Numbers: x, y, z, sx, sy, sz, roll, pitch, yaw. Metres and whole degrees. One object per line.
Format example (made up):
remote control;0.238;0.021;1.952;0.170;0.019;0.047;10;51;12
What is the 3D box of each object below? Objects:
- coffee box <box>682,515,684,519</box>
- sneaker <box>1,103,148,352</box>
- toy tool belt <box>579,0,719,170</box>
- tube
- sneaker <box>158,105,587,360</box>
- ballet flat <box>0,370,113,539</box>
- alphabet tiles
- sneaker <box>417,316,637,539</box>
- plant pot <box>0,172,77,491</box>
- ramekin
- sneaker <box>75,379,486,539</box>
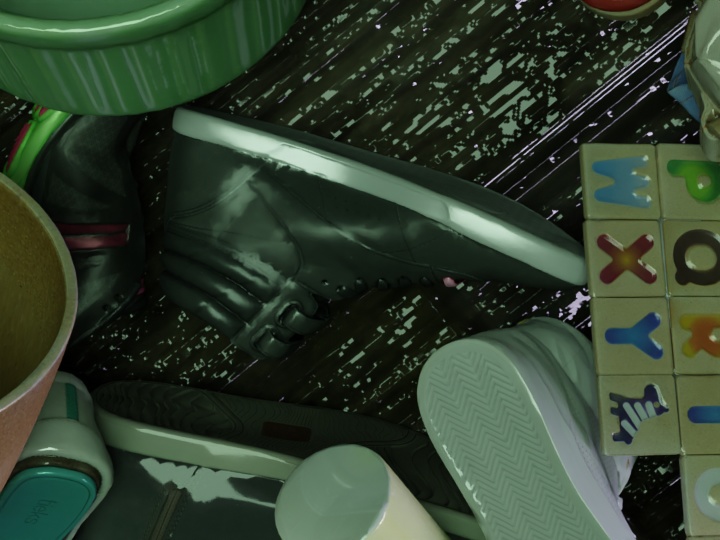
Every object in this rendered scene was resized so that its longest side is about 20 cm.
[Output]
coffee box;0.247;0.161;0.813;0.123;0.044;0.200;-35;91;7
sneaker;-0.128;-0.019;0.835;0.084;0.077;0.200;24;102;-13
toy tool belt;0.180;-0.090;0.767;0.200;0.123;0.125;26;94;12
tube;0.029;0.144;0.782;0.058;0.200;0.052;23;68;38
sneaker;0.000;0.000;0.817;0.200;0.071;0.099;18;99;11
ballet flat;-0.165;0.112;0.835;0.069;0.069;0.200;42;132;1
alphabet tiles;0.178;0.044;0.770;0.167;0.008;0.200;0;76;-12
sneaker;0.102;0.113;0.788;0.074;0.116;0.200;-22;88;27
plant pot;-0.222;0.072;0.728;0.186;0.186;0.200;23;128;4
ramekin;-0.106;-0.162;0.763;0.200;0.098;0.200;-1;68;3
sneaker;-0.034;0.122;0.838;0.200;0.075;0.106;13;109;6
